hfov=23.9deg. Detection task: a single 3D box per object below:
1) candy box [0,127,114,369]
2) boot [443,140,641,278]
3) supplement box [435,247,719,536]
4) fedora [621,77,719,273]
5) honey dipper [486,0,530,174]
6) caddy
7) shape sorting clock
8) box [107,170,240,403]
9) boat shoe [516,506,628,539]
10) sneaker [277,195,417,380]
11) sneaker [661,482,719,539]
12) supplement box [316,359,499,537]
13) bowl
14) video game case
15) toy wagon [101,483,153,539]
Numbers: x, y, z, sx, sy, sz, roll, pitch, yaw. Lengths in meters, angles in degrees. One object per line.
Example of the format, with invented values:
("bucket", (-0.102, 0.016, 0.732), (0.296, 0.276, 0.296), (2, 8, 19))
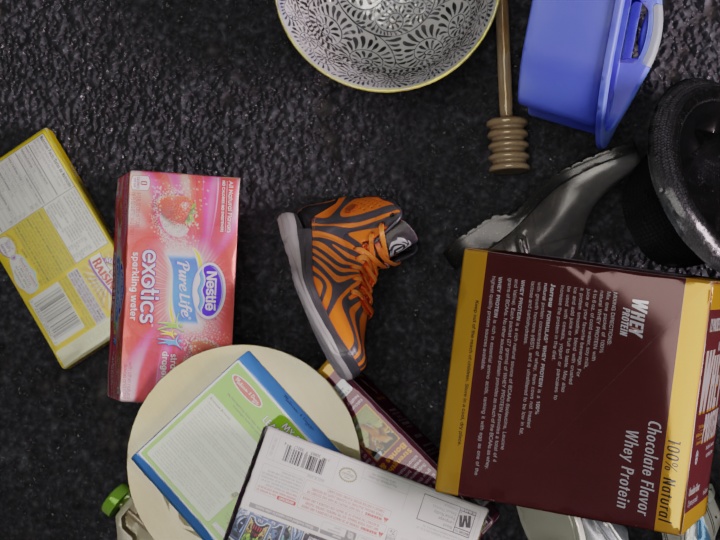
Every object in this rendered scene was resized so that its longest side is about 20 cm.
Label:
("candy box", (-0.279, -0.020, 1.569), (0.102, 0.026, 0.201), (-31, 83, 3))
("boot", (0.184, -0.014, 1.482), (0.200, 0.070, 0.132), (-34, 86, 17))
("supplement box", (0.183, 0.092, 1.372), (0.199, 0.133, 0.198), (7, 92, 19))
("fedora", (0.282, -0.063, 1.420), (0.091, 0.200, 0.201), (-29, 82, 43))
("honey dipper", (0.128, -0.187, 1.510), (0.038, 0.038, 0.201), (-3, 83, 9))
("caddy", (0.203, -0.206, 1.442), (0.104, 0.141, 0.201), (11, 90, 13))
("shape sorting clock", (-0.098, 0.163, 1.440), (0.199, 0.039, 0.201), (0, 91, 5))
("box", (-0.165, 0.017, 1.501), (0.102, 0.095, 0.201), (4, 88, -15))
("boat shoe", (0.202, 0.241, 1.475), (0.062, 0.073, 0.201), (-22, 73, -35))
("sneaker", (0.000, 0.000, 1.461), (0.112, 0.078, 0.201), (-21, 47, 2))
("sneaker", (0.277, 0.187, 1.450), (0.072, 0.072, 0.201), (-12, 88, 6))
("supplement box", (0.013, 0.183, 1.484), (0.200, 0.086, 0.110), (45, 95, 9))
("bowl", (0.029, -0.250, 1.495), (0.200, 0.094, 0.202), (0, 88, 8))
("video game case", (-0.017, 0.245, 1.386), (0.199, 0.036, 0.182), (20, 80, -6))
("toy wagon", (-0.160, 0.244, 1.534), (0.155, 0.040, 0.200), (40, 95, 9))
